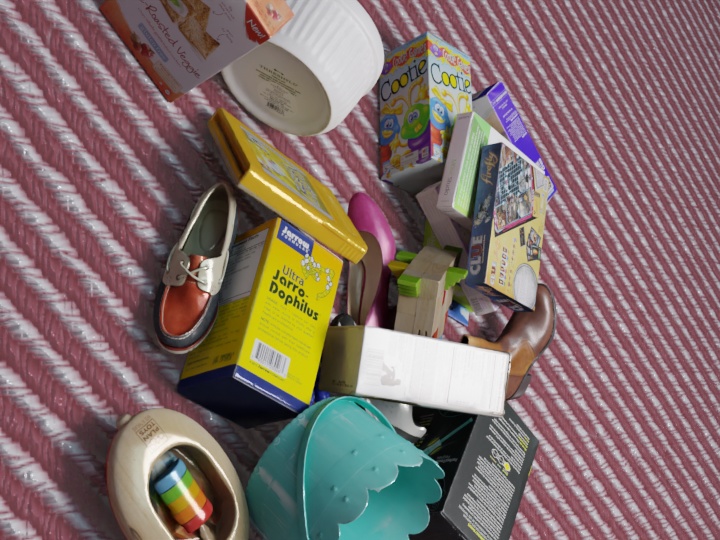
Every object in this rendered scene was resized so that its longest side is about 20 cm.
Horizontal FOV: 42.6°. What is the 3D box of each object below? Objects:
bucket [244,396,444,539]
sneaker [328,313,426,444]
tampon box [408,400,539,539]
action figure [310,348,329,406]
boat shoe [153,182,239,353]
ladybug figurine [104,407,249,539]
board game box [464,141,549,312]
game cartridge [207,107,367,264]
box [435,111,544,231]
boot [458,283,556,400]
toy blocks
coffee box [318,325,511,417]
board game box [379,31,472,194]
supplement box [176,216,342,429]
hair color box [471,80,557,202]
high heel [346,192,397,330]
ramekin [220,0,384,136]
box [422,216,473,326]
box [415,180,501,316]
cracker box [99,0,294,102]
[{"bbox_3d":[-0.019,0.247,1.005,0.206,0.134,0.209,-37,146,-30],"label":"bucket"},{"bbox_3d":[0.019,0.142,1.171,0.079,0.074,0.202,-24,103,-8],"label":"sneaker"},{"bbox_3d":[0.117,0.269,1.190,0.126,0.149,0.201,48,48,-22],"label":"tampon box"},{"bbox_3d":[-0.058,0.134,1.130,0.065,0.051,0.203,-4,78,-41],"label":"action figure"},{"bbox_3d":[-0.179,-0.005,1.020,0.070,0.063,0.202,16,57,-1],"label":"boat shoe"},{"bbox_3d":[-0.192,0.230,0.938,0.136,0.071,0.202,-40,106,-44],"label":"ladybug figurine"},{"bbox_3d":[0.207,-0.058,1.291,0.135,0.034,0.203,26,68,-45],"label":"board game box"},{"bbox_3d":[-0.085,-0.101,1.114,0.199,0.033,0.177,32,16,-35],"label":"game cartridge"},{"bbox_3d":[0.191,-0.118,1.335,0.199,0.036,0.146,30,69,-44],"label":"box"},{"bbox_3d":[0.196,0.102,1.343,0.199,0.068,0.190,9,109,-50],"label":"boot"},{"bbox_3d":[0.086,0.054,1.240,0.200,0.098,0.139,-45,144,-68],"label":"toy blocks"},{"bbox_3d":[0.064,0.119,1.094,0.197,0.113,0.081,12,81,-24],"label":"coffee box"},{"bbox_3d":[0.097,-0.228,1.368,0.102,0.104,0.203,17,64,-42],"label":"board game box"},{"bbox_3d":[-0.111,0.061,1.051,0.109,0.108,0.202,34,55,-33],"label":"supplement box"},{"bbox_3d":[0.217,-0.185,1.475,0.065,0.109,0.201,-45,109,-44],"label":"hair color box"},{"bbox_3d":[0.000,0.000,1.220,0.096,0.067,0.203,-17,102,-58],"label":"high heel"},{"bbox_3d":[-0.080,-0.258,1.132,0.200,0.199,0.106,44,59,-27],"label":"ramekin"},{"bbox_3d":[0.149,-0.033,1.400,0.121,0.047,0.203,29,57,-35],"label":"box"},{"bbox_3d":[0.146,-0.032,1.333,0.039,0.041,0.202,-36,102,-46],"label":"box"},{"bbox_3d":[-0.184,-0.286,1.023,0.135,0.199,0.058,53,46,-18],"label":"cracker box"}]
